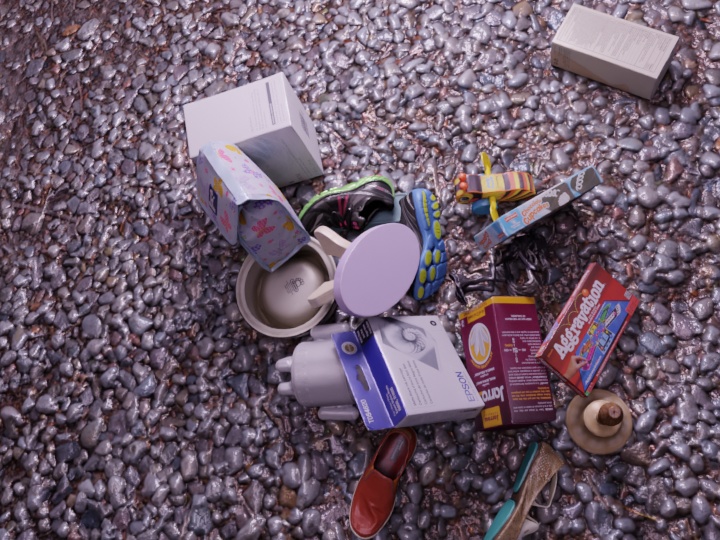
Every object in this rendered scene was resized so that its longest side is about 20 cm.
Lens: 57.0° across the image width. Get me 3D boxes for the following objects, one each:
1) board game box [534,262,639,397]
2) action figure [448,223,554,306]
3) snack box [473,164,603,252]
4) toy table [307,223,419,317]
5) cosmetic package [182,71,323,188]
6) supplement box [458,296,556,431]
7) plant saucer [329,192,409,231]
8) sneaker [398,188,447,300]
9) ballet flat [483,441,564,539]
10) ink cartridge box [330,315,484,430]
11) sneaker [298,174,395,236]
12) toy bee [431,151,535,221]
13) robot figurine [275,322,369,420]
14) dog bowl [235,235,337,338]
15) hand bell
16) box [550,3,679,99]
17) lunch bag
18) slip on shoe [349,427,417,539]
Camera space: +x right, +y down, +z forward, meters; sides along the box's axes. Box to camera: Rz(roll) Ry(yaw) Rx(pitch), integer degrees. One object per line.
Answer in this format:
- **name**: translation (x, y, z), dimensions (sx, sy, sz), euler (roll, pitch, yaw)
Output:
- **board game box**: translation (0.368, 0.093, 1.070), dimensions (0.103, 0.019, 0.200), euler (39, 68, -5)
- **action figure**: translation (0.255, 0.002, 1.119), dimensions (0.200, 0.119, 0.102), euler (-26, 72, -1)
- **snack box**: translation (0.296, -0.102, 1.116), dimensions (0.200, 0.116, 0.037), euler (-29, 84, -14)
- **toy table**: translation (0.000, 0.000, 1.137), dimensions (0.117, 0.200, 0.184), euler (-8, 107, 50)
- **cosmetic package**: translation (-0.199, -0.246, 1.269), dimensions (0.199, 0.199, 0.123), euler (-15, 70, 10)
- **supplement box**: translation (0.234, 0.153, 1.076), dimensions (0.085, 0.110, 0.201), euler (2, 70, -22)
- **plant saucer**: translation (0.000, -0.113, 1.277), dimensions (0.199, 0.019, 0.070), euler (-3, 74, 12)
- **sneaker**: translation (0.105, -0.046, 1.207), dimensions (0.083, 0.071, 0.200), euler (-10, 83, 50)
- **ballet flat**: translation (0.261, 0.370, 1.045), dimensions (0.065, 0.071, 0.200), euler (29, 86, 6)
- **ink cartridge box**: translation (0.074, 0.158, 1.076), dimensions (0.199, 0.041, 0.200), euler (-2, 45, -26)
- **sneaker**: translation (-0.028, -0.109, 1.234), dimensions (0.200, 0.077, 0.084), euler (-24, 66, 8)
- **toy bee**: translation (0.212, -0.138, 1.183), dimensions (0.200, 0.109, 0.131), euler (-30, 71, 4)
- **robot figurine**: translation (-0.044, 0.177, 1.151), dimensions (0.199, 0.113, 0.170), euler (-7, 91, 12)
- **dog bowl**: translation (-0.127, 0.035, 1.236), dimensions (0.199, 0.074, 0.201), euler (-4, 72, 13)
- **hand bell**: translation (0.364, 0.219, 0.989), dimensions (0.104, 0.200, 0.105), euler (-4, 74, 13)
- **box**: translation (0.460, -0.400, 1.213), dimensions (0.200, 0.078, 0.095), euler (29, 83, 20)
- **lunch bag**: translation (-0.202, -0.116, 1.159), dimensions (0.127, 0.200, 0.170), euler (-38, 60, -3)
- **slip on shoe**: translation (0.035, 0.351, 1.108), dimensions (0.074, 0.061, 0.200), euler (24, 82, 18)
